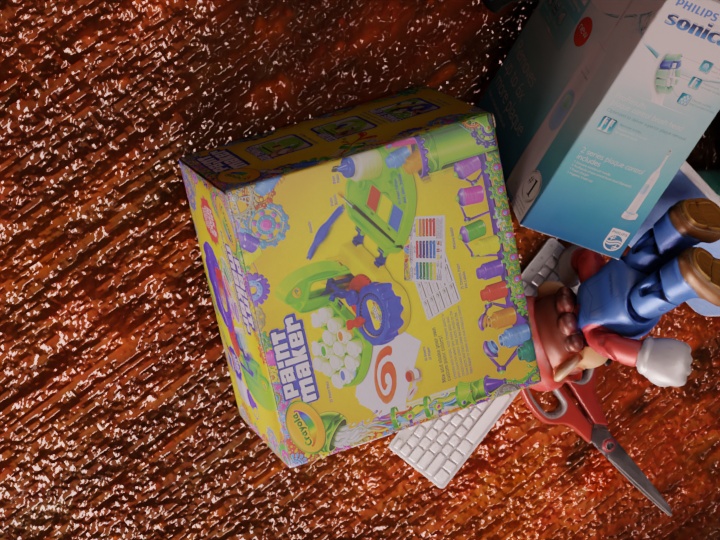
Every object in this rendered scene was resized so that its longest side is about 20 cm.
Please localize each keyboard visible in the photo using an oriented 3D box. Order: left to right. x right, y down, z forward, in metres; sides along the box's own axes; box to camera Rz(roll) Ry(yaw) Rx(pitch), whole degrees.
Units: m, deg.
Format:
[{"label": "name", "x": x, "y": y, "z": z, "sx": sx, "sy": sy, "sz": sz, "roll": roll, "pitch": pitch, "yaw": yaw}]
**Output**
[{"label": "keyboard", "x": 0.102, "y": 0.070, "z": 1.493, "sx": 0.056, "sy": 0.011, "sz": 0.200, "roll": 39, "pitch": 87, "yaw": -10}]

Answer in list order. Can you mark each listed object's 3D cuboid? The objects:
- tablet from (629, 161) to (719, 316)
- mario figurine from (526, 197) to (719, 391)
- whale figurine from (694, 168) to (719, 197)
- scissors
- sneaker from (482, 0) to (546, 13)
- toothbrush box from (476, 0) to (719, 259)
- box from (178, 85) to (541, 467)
[{"label": "tablet", "x": 0.240, "y": -0.028, "z": 1.471, "sx": 0.200, "sy": 0.130, "sz": 0.014, "roll": 41, "pitch": 66, "yaw": -27}, {"label": "mario figurine", "x": 0.191, "y": 0.028, "z": 1.429, "sx": 0.106, "sy": 0.200, "sz": 0.123, "roll": 48, "pitch": 40, "yaw": -9}, {"label": "whale figurine", "x": 0.343, "y": -0.075, "z": 1.514, "sx": 0.200, "sy": 0.104, "sz": 0.159, "roll": -26, "pitch": 112, "yaw": -15}, {"label": "scissors", "x": 0.180, "y": 0.131, "z": 1.550, "sx": 0.073, "sy": 0.014, "sz": 0.200, "roll": -33, "pitch": 115, "yaw": -14}, {"label": "sneaker", "x": 0.182, "y": -0.212, "z": 1.427, "sx": 0.200, "sy": 0.070, "sz": 0.078, "roll": 7, "pitch": 118, "yaw": -14}, {"label": "toothbrush box", "x": 0.173, "y": -0.134, "z": 1.347, "sx": 0.085, "sy": 0.146, "sz": 0.200, "roll": 18, "pitch": 121, "yaw": -25}, {"label": "box", "x": 0.000, "y": 0.000, "z": 1.372, "sx": 0.193, "sy": 0.122, "sz": 0.200, "roll": -17, "pitch": 110, "yaw": -16}]
